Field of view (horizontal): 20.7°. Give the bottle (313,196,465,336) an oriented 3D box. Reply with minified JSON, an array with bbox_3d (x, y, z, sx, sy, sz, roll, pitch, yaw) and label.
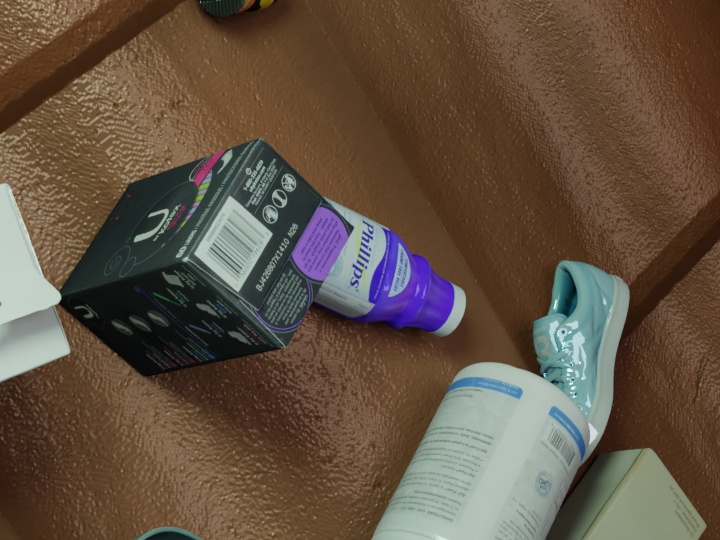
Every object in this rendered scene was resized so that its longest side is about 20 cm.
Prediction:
[{"bbox_3d":[0.000,0.000,1.652,0.199,0.065,0.084,26,66,-31],"label":"bottle"}]

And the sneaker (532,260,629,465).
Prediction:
[{"bbox_3d":[0.182,0.082,1.777,0.082,0.074,0.201,26,58,-21],"label":"sneaker"}]

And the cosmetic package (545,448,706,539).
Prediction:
[{"bbox_3d":[0.215,0.264,1.760,0.104,0.073,0.200,52,55,-18],"label":"cosmetic package"}]

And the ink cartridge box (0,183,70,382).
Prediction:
[{"bbox_3d":[-0.301,0.027,1.338,0.128,0.200,0.126,-24,96,-37],"label":"ink cartridge box"}]

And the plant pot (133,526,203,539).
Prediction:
[{"bbox_3d":[-0.168,0.299,1.406,0.200,0.134,0.201,48,30,-40],"label":"plant pot"}]

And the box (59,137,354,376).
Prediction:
[{"bbox_3d":[-0.120,-0.007,1.479,0.106,0.200,0.123,43,59,-22],"label":"box"}]

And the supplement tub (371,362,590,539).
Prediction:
[{"bbox_3d":[0.099,0.190,1.650,0.132,0.132,0.200,43,60,-22],"label":"supplement tub"}]

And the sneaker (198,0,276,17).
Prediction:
[{"bbox_3d":[-0.113,-0.310,1.634,0.090,0.070,0.201,-16,91,-52],"label":"sneaker"}]
